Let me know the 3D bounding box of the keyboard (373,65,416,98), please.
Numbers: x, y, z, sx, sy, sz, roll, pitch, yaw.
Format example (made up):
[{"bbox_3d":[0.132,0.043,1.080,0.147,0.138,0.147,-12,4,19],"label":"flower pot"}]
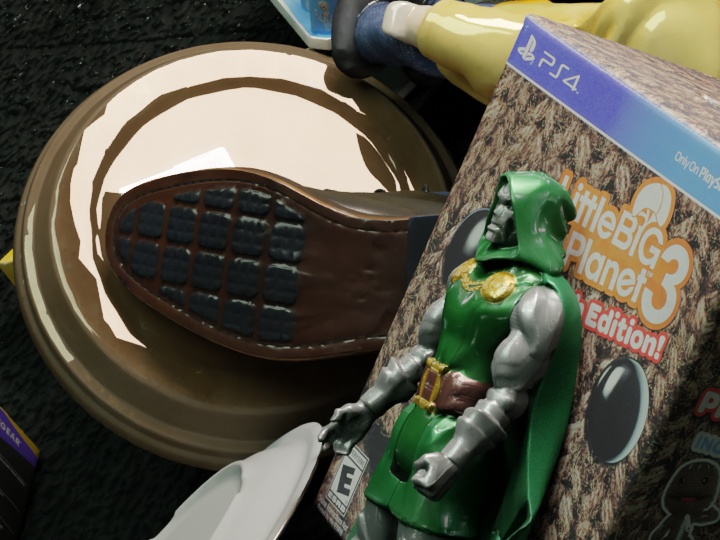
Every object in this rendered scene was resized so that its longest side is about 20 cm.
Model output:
[{"bbox_3d":[-0.007,-0.072,1.223,0.056,0.011,0.200,9,45,42],"label":"keyboard"}]

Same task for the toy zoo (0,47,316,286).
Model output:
[{"bbox_3d":[-0.098,-0.042,1.265,0.131,0.020,0.200,-44,13,-21],"label":"toy zoo"}]

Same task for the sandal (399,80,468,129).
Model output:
[{"bbox_3d":[0.001,-0.039,1.220,0.075,0.048,0.201,3,40,44],"label":"sandal"}]

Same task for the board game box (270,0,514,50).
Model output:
[{"bbox_3d":[0.037,-0.177,1.274,0.199,0.026,0.200,-16,33,-14],"label":"board game box"}]

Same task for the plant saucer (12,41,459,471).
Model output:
[{"bbox_3d":[-0.046,-0.013,1.135,0.198,0.030,0.201,2,64,-4],"label":"plant saucer"}]

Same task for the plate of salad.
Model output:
[{"bbox_3d":[-0.071,0.142,1.021,0.200,0.048,0.200,-50,8,10],"label":"plate of salad"}]

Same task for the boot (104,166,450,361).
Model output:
[{"bbox_3d":[0.000,0.000,1.089,0.199,0.097,0.075,10,94,27],"label":"boot"}]

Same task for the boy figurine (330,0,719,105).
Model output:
[{"bbox_3d":[0.068,-0.094,1.086,0.199,0.124,0.065,11,96,54],"label":"boy figurine"}]

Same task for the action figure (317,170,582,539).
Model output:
[{"bbox_3d":[0.026,0.063,0.888,0.118,0.054,0.201,23,93,60],"label":"action figure"}]

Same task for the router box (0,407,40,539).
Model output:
[{"bbox_3d":[-0.250,0.149,1.214,0.199,0.052,0.158,-18,40,26],"label":"router box"}]

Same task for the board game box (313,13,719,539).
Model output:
[{"bbox_3d":[0.091,0.040,0.932,0.159,0.096,0.201,42,113,54],"label":"board game box"}]
